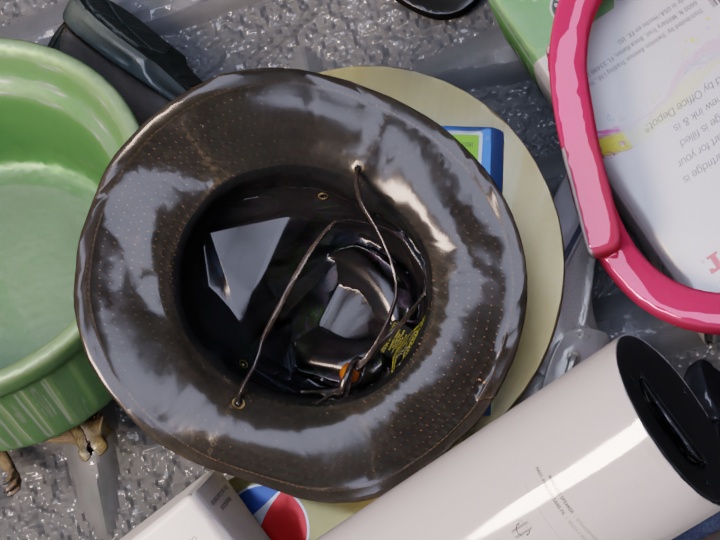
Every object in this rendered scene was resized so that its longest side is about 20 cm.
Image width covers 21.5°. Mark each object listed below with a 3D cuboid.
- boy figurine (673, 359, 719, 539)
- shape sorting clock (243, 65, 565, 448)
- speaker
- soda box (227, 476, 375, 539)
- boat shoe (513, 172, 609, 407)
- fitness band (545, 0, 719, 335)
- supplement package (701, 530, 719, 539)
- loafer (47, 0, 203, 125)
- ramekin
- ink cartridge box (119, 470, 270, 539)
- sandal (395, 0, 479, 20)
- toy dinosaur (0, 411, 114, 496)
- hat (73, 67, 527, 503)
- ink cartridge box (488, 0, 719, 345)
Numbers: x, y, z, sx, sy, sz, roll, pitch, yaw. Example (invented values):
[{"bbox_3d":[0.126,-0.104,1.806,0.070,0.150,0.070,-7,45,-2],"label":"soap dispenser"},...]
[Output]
[{"bbox_3d":[0.086,0.108,0.864,0.199,0.064,0.125,-24,49,26],"label":"boy figurine"},{"bbox_3d":[0.000,0.000,0.919,0.198,0.039,0.202,-1,82,7],"label":"shape sorting clock"},{"bbox_3d":[0.055,0.111,0.792,0.200,0.081,0.082,-37,74,24],"label":"speaker"},{"bbox_3d":[-0.068,0.147,0.950,0.199,0.068,0.064,-30,76,3],"label":"soda box"},{"bbox_3d":[0.095,0.054,0.942,0.069,0.071,0.201,19,85,5],"label":"boat shoe"},{"bbox_3d":[0.164,-0.070,0.882,0.143,0.037,0.201,-12,80,6],"label":"fitness band"},{"bbox_3d":[0.188,0.189,0.796,0.191,0.200,0.148,-33,89,-10],"label":"supplement package"},{"bbox_3d":[-0.092,-0.066,1.005,0.200,0.072,0.063,43,109,19],"label":"loafer"},{"bbox_3d":[-0.190,-0.007,0.952,0.198,0.098,0.201,-4,62,7],"label":"ramekin"},{"bbox_3d":[-0.067,0.217,0.872,0.144,0.084,0.200,-37,90,4],"label":"ink cartridge box"},{"bbox_3d":[-0.017,-0.204,1.022,0.199,0.045,0.075,30,86,14],"label":"sandal"},{"bbox_3d":[-0.206,0.053,1.011,0.101,0.058,0.200,-39,63,-11],"label":"toy dinosaur"},{"bbox_3d":[-0.025,0.006,0.863,0.199,0.081,0.202,0,88,3],"label":"hat"},{"bbox_3d":[0.178,-0.086,0.942,0.145,0.088,0.201,-33,74,3],"label":"ink cartridge box"}]
